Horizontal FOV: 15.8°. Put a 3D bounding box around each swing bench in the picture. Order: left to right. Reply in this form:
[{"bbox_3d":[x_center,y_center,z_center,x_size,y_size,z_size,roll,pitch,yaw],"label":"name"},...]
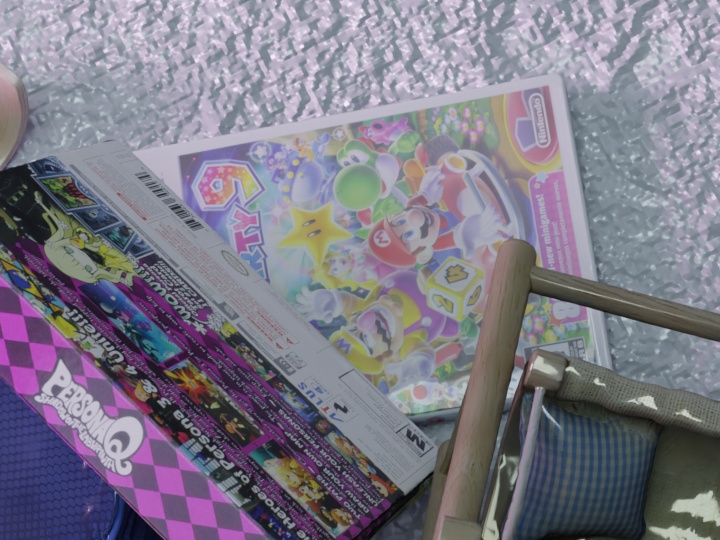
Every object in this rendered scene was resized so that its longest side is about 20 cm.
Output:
[{"bbox_3d":[0.119,0.120,0.932,0.198,0.130,0.200,14,44,0],"label":"swing bench"}]

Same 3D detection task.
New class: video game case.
[{"bbox_3d":[-0.069,0.036,1.000,0.200,0.181,0.036,43,109,6],"label":"video game case"},{"bbox_3d":[0.000,0.000,1.110,0.200,0.018,0.144,-10,71,7],"label":"video game case"}]

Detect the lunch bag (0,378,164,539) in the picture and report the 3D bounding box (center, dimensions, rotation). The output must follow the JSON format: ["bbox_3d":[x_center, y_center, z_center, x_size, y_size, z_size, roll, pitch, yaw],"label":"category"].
[{"bbox_3d":[-0.144,0.069,1.050,0.136,0.132,0.200,-49,68,18],"label":"lunch bag"}]

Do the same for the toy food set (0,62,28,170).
[{"bbox_3d":[-0.260,-0.041,1.147,0.143,0.060,0.200,35,80,18],"label":"toy food set"}]
